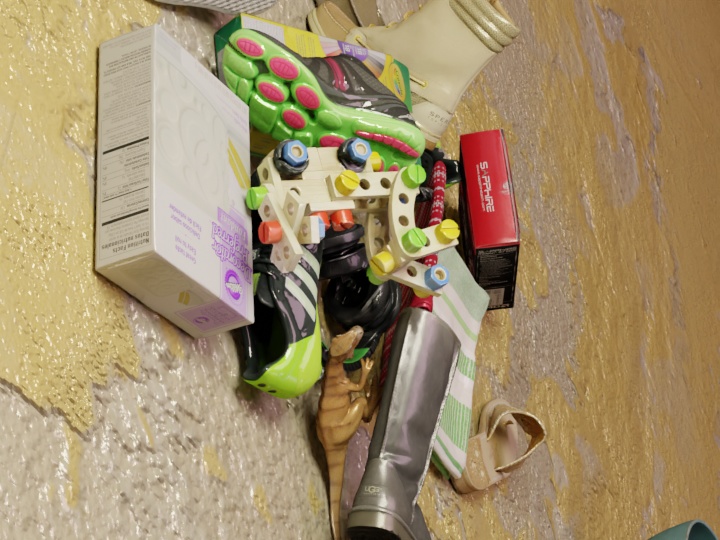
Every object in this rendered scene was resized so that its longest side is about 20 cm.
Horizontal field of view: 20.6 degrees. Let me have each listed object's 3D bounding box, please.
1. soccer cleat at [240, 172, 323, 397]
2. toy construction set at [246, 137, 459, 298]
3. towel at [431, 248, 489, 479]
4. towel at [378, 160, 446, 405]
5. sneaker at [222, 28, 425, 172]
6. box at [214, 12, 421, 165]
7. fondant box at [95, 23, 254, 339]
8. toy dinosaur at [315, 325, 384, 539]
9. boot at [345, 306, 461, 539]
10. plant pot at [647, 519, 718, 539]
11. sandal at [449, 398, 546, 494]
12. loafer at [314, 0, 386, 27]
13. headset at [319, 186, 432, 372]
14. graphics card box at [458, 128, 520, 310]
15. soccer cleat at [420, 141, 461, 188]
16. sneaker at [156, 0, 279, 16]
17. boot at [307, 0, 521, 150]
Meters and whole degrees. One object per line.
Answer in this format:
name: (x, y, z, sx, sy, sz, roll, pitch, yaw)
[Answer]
soccer cleat: (-0.071, 0.003, 1.624, 0.081, 0.067, 0.201, 21, 59, -55)
toy construction set: (-0.016, -0.041, 1.589, 0.199, 0.092, 0.132, 3, 66, -46)
towel: (0.082, 0.082, 1.915, 0.153, 0.023, 0.201, 52, 43, -53)
towel: (0.047, 0.013, 1.842, 0.201, 0.022, 0.145, -82, -171, -47)
sneaker: (-0.035, -0.147, 1.682, 0.199, 0.077, 0.084, 29, 32, -28)
box: (-0.033, -0.148, 1.754, 0.199, 0.048, 0.118, 11, 63, -36)
fondant box: (-0.142, -0.067, 1.536, 0.144, 0.058, 0.201, 40, 42, -53)
toy dinosaur: (-0.020, 0.135, 1.690, 0.106, 0.060, 0.201, -42, 135, -62)
boot: (0.044, 0.156, 1.712, 0.182, 0.072, 0.201, 73, 23, -60)
plant pot: (0.330, 0.386, 2.183, 0.200, 0.134, 0.201, 46, 36, -48)
sandal: (0.155, 0.176, 2.026, 0.212, 0.069, 0.078, -27, 100, -66)
loafer: (-0.016, -0.305, 1.954, 0.201, 0.067, 0.076, 63, 26, -23)
headset: (0.000, 0.000, 1.764, 0.124, 0.093, 0.201, 57, 40, -34)
graphics card box: (0.131, -0.048, 2.048, 0.200, 0.050, 0.126, 81, 2, -70)
soccer cleat: (0.031, -0.127, 1.930, 0.200, 0.081, 0.068, 37, 43, -54)
sneaker: (-0.145, -0.281, 1.657, 0.200, 0.075, 0.105, 8, 54, -58)
boot: (0.049, -0.230, 1.871, 0.073, 0.156, 0.200, 19, 25, -51)
